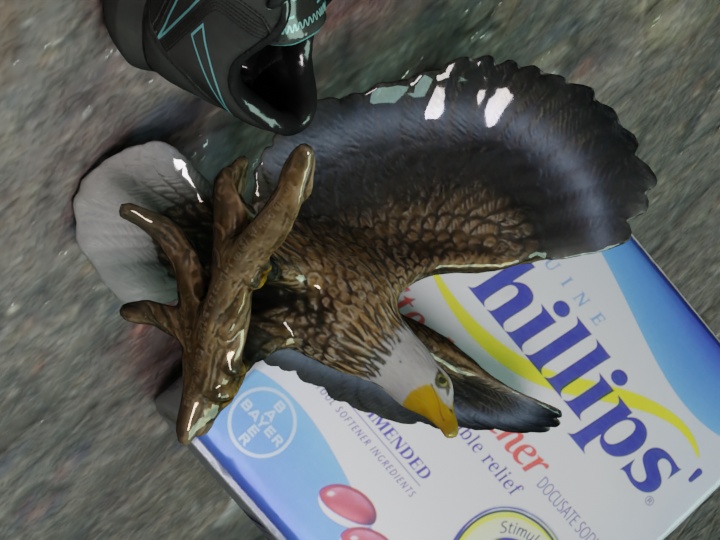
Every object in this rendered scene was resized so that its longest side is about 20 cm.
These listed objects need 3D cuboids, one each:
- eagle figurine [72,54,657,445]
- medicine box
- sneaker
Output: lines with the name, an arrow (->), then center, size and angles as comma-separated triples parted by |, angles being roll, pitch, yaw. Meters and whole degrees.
eagle figurine -> 0.003, 0.007, 1.074 | 0.151, 0.152, 0.199 | -17, 178, 40
medicine box -> 0.045, 0.063, 1.227 | 0.200, 0.182, 0.103 | -42, -170, -8
sneaker -> -0.033, -0.126, 0.922 | 0.075, 0.079, 0.200 | -34, 154, -28
